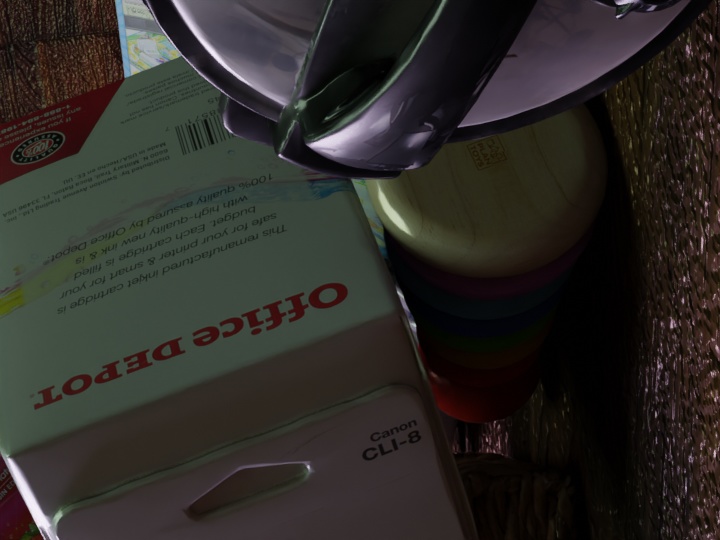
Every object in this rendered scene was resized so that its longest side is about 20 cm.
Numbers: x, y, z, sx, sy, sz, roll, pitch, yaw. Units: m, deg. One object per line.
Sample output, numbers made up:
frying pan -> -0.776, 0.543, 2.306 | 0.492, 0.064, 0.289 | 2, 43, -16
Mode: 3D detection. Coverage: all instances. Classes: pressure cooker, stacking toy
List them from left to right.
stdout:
pressure cooker -> 0.014, -0.133, 0.478 | 0.176, 0.178, 0.201 | 61, -170, -46
stacking toy -> 0.049, 0.006, 0.737 | 0.200, 0.085, 0.086 | 83, 176, -61

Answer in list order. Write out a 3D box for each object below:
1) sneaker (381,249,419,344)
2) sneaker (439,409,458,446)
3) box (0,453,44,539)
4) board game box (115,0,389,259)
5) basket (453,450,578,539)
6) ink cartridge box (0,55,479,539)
sneaker -> 0.000, 0.000, 0.915 | 0.200, 0.074, 0.082 | 44, 147, 48
sneaker -> 0.024, 0.044, 1.000 | 0.088, 0.075, 0.201 | -3, -80, -58
box -> -0.091, 0.084, 0.914 | 0.095, 0.200, 0.100 | 44, -175, 14
board game box -> -0.024, -0.084, 0.843 | 0.199, 0.034, 0.135 | 21, 131, 30
basket -> 0.023, 0.186, 0.825 | 0.149, 0.142, 0.201 | 162, 100, -82
ink cartridge box -> -0.056, 0.031, 0.727 | 0.200, 0.145, 0.145 | -110, 1, -52
